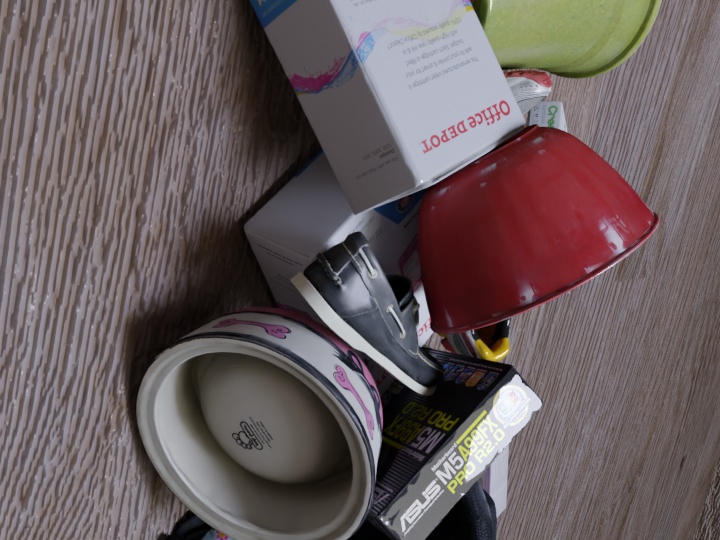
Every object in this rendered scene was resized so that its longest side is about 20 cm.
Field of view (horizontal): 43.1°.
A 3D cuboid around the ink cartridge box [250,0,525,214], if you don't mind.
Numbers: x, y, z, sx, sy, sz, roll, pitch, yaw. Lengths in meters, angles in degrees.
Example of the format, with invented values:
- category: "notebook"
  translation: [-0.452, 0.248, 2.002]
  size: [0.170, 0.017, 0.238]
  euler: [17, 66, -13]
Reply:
- category: "ink cartridge box"
  translation: [0.020, -0.162, 0.680]
  size: [0.144, 0.084, 0.202]
  euler: [-31, 96, -41]

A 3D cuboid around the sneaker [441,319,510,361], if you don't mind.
- category: "sneaker"
  translation: [0.130, -0.005, 0.905]
  size: [0.077, 0.082, 0.203]
  euler: [-7, 107, -26]

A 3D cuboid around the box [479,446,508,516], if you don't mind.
- category: "box"
  translation: [0.138, 0.192, 1.002]
  size: [0.041, 0.038, 0.202]
  euler: [-34, 132, -39]

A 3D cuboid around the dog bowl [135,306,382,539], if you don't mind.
- category: "dog bowl"
  translation: [-0.070, 0.118, 0.706]
  size: [0.074, 0.198, 0.202]
  euler: [-53, 148, -55]

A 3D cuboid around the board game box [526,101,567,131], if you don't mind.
- category: "board game box"
  translation: [0.194, -0.067, 0.928]
  size: [0.200, 0.034, 0.128]
  euler: [48, 48, -65]

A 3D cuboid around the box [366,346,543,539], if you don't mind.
- category: "box"
  translation: [0.047, 0.143, 0.785]
  size: [0.160, 0.200, 0.044]
  euler: [-44, 103, -13]

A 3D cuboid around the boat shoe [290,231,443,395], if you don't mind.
- category: "boat shoe"
  translation: [0.024, 0.040, 0.710]
  size: [0.068, 0.072, 0.200]
  euler: [-47, 140, -2]

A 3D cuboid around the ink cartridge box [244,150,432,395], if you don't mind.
- category: "ink cartridge box"
  translation: [0.000, 0.000, 0.808]
  size: [0.145, 0.084, 0.201]
  euler: [-47, 142, -25]

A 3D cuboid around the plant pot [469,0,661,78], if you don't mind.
- category: "plant pot"
  translation: [0.127, -0.253, 0.790]
  size: [0.183, 0.200, 0.203]
  euler: [-20, 124, -34]

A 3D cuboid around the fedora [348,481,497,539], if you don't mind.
- category: "fedora"
  translation: [0.067, 0.261, 0.858]
  size: [0.091, 0.200, 0.203]
  euler: [13, 98, -45]

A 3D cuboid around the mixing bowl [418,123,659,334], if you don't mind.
- category: "mixing bowl"
  translation: [0.120, -0.045, 0.723]
  size: [0.199, 0.199, 0.109]
  euler: [-33, 98, -40]

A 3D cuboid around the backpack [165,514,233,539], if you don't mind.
- category: "backpack"
  translation: [-0.061, 0.293, 0.794]
  size: [0.127, 0.199, 0.168]
  euler: [-44, 138, -31]

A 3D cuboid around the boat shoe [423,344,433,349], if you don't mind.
- category: "boat shoe"
  translation: [-0.005, 0.126, 0.920]
  size: [0.200, 0.063, 0.074]
  euler: [-33, 137, -33]

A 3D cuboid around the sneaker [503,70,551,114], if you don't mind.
- category: "sneaker"
  translation: [0.106, -0.106, 0.823]
  size: [0.077, 0.083, 0.200]
  euler: [-12, 157, -40]
